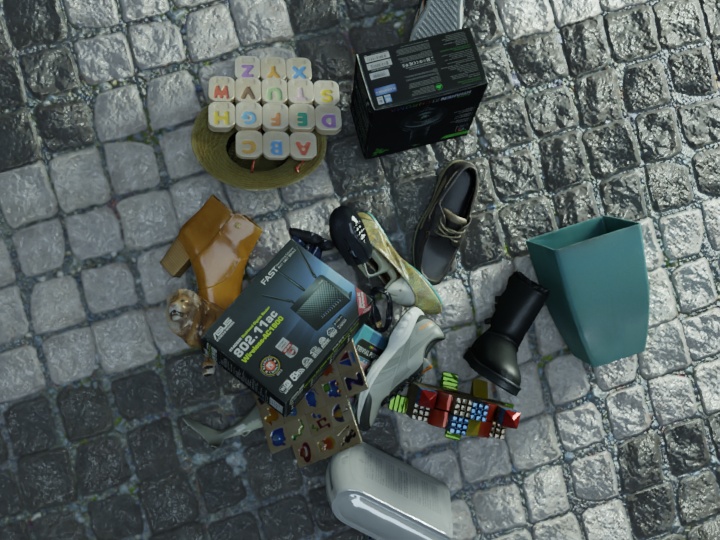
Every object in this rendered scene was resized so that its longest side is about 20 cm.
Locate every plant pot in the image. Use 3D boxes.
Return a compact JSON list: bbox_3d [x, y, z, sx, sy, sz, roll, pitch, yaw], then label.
[{"bbox_3d":[0.365,0.035,1.580,0.140,0.141,0.202,-17,100,-7],"label":"plant pot"}]

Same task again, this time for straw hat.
[{"bbox_3d":[-0.152,-0.169,1.522,0.198,0.085,0.203,3,58,-5],"label":"straw hat"}]

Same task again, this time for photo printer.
[{"bbox_3d":[0.039,0.339,1.524,0.198,0.167,0.070,28,107,-8],"label":"photo printer"}]

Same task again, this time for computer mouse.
[{"bbox_3d":[0.000,0.000,1.525,0.058,0.034,0.202,-19,96,28],"label":"computer mouse"}]

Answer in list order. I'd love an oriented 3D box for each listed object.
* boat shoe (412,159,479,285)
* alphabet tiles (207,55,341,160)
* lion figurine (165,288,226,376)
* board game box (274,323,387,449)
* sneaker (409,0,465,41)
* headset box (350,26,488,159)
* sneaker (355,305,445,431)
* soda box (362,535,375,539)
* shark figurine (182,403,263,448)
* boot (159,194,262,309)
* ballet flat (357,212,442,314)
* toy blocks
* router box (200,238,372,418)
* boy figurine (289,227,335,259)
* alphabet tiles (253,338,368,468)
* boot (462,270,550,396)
[{"bbox_3d":[0.132,-0.077,1.574,0.074,0.073,0.202,15,89,-7],"label":"boat shoe"},{"bbox_3d":[-0.128,-0.246,1.514,0.197,0.015,0.198,1,58,-8],"label":"alphabet tiles"},{"bbox_3d":[-0.180,0.080,1.462,0.197,0.073,0.124,-5,67,-5],"label":"lion figurine"},{"bbox_3d":[-0.036,0.172,1.515,0.047,0.151,0.201,28,87,22],"label":"board game box"},{"bbox_3d":[0.124,-0.398,1.573,0.078,0.080,0.202,14,113,-2],"label":"sneaker"},{"bbox_3d":[0.080,-0.255,1.508,0.172,0.200,0.094,-14,76,-8],"label":"headset box"},{"bbox_3d":[0.056,0.154,1.526,0.079,0.074,0.201,30,84,12],"label":"sneaker"},{"bbox_3d":[0.099,0.462,1.580,0.199,0.068,0.064,37,86,-6],"label":"soda box"},{"bbox_3d":[-0.153,0.194,1.552,0.213,0.128,0.090,-33,69,11],"label":"shark figurine"},{"bbox_3d":[-0.191,-0.004,1.527,0.201,0.071,0.144,44,96,2],"label":"boot"},{"bbox_3d":[0.042,0.003,1.563,0.071,0.071,0.201,-39,91,-5],"label":"ballet flat"},{"bbox_3d":[0.152,0.216,1.549,0.198,0.137,0.101,13,89,-7],"label":"toy blocks"},{"bbox_3d":[-0.099,0.076,1.398,0.149,0.062,0.200,35,65,13],"label":"router box"},{"bbox_3d":[-0.109,0.038,1.530,0.124,0.064,0.202,31,75,-49],"label":"boy figurine"},{"bbox_3d":[-0.072,0.167,1.443,0.166,0.008,0.202,-23,71,11],"label":"alphabet tiles"},{"bbox_3d":[0.230,0.091,1.534,0.073,0.198,0.163,32,93,-10],"label":"boot"}]
